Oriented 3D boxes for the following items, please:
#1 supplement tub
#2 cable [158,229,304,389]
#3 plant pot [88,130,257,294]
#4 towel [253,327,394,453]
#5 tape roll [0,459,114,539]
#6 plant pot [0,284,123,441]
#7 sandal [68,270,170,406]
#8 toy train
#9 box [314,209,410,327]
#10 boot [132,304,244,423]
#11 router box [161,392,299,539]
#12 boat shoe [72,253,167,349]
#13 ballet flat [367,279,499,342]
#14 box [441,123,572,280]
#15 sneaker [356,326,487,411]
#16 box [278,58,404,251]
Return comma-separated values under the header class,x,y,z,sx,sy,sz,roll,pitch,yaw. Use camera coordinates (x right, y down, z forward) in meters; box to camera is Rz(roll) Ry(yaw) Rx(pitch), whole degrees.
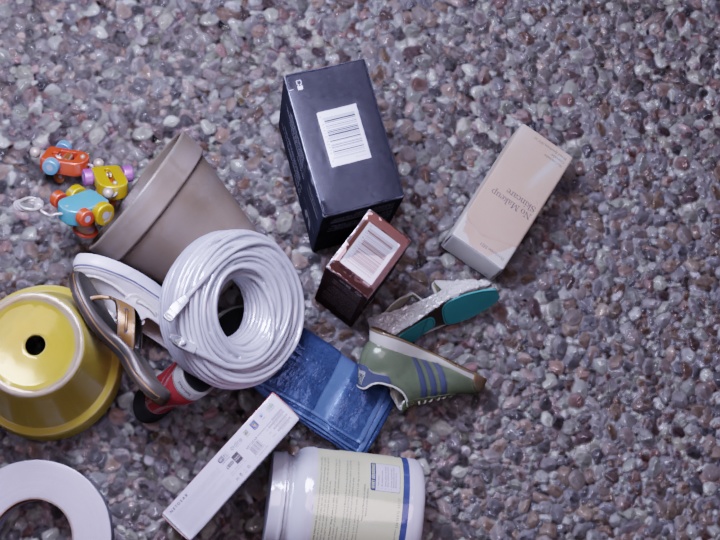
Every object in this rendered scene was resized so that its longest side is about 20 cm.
class,x,y,z,sx,sy,sz,roll,pitch,yaw
supplement tub,-0.023,0.308,1.555,0.197,0.145,0.147,8,77,-6
cable,-0.161,0.050,1.510,0.200,0.069,0.201,49,57,-34
plant pot,-0.234,-0.056,1.599,0.173,0.200,0.201,38,75,-15
towel,-0.053,0.158,1.616,0.199,0.048,0.112,35,74,-10
tape roll,-0.418,0.347,1.534,0.198,0.066,0.203,2,77,-8
plant pot,-0.407,0.110,1.525,0.198,0.189,0.203,2,78,-8
sandal,-0.293,0.078,1.492,0.054,0.082,0.201,-38,81,-1
toy train,-0.386,-0.103,1.599,0.148,0.056,0.201,7,32,-2
box,0.000,0.000,1.597,0.075,0.200,0.100,36,75,4
boot,-0.222,0.127,1.608,0.073,0.144,0.200,53,39,-6
router box,-0.168,0.255,1.529,0.049,0.180,0.200,42,75,2
boat shoe,-0.301,0.049,1.573,0.200,0.070,0.070,38,59,-38
ballet flat,0.097,0.049,1.671,0.198,0.072,0.072,-25,82,-12
box,0.209,-0.097,1.709,0.094,0.078,0.201,32,75,0
sneaker,0.077,0.151,1.627,0.199,0.067,0.091,25,89,-29
box,-0.031,-0.153,1.626,0.116,0.200,0.199,-14,80,-10
